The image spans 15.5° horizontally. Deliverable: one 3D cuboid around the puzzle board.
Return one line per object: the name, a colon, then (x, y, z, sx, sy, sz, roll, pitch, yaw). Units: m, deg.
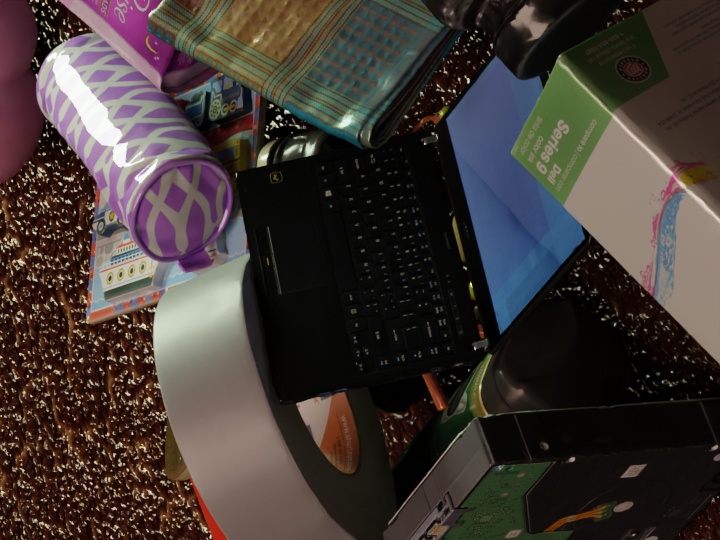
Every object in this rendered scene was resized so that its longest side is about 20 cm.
puzzle board: (-0.131, -0.054, 1.824, 0.199, 0.017, 0.152, -18, 63, 50)

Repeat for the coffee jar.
coffee jar: (0.091, 0.107, 1.677, 0.085, 0.105, 0.200, 34, 138, -3)

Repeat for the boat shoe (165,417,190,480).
boat shoe: (-0.090, 0.105, 1.836, 0.200, 0.064, 0.072, 142, 130, -66)

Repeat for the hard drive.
hard drive: (0.128, 0.130, 1.585, 0.140, 0.199, 0.038, -57, 46, 47)

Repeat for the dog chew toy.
dog chew toy: (-0.290, -0.162, 1.921, 0.124, 0.124, 0.202, 25, 120, 35)

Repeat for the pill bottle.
pill bottle: (0.060, -0.212, 1.525, 0.200, 0.112, 0.112, 50, 139, 13)

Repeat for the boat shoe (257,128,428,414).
boat shoe: (-0.002, 0.001, 1.739, 0.063, 0.074, 0.203, -12, 105, 46)

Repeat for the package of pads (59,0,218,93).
package of pads: (-0.162, -0.224, 1.780, 0.200, 0.075, 0.121, 43, 139, 21)

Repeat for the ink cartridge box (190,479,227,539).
ink cartridge box: (-0.068, 0.178, 1.931, 0.199, 0.050, 0.163, -11, 103, 46)

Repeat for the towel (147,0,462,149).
towel: (-0.025, -0.169, 1.630, 0.199, 0.147, 0.022, 30, 169, 33)

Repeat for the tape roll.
tape roll: (-0.051, 0.091, 1.643, 0.066, 0.200, 0.201, -24, 94, 17)

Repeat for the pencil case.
pencil case: (-0.155, -0.085, 1.787, 0.200, 0.083, 0.086, -128, 32, -49)

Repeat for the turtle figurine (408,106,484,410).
turtle figurine: (0.089, -0.022, 1.620, 0.161, 0.064, 0.202, -28, 53, 43)

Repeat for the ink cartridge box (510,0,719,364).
ink cartridge box: (0.205, -0.048, 1.439, 0.200, 0.145, 0.088, 45, 138, 19)

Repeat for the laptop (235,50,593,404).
laptop: (0.027, -0.038, 1.560, 0.104, 0.198, 0.178, 78, 180, -53)

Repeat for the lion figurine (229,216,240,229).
lion figurine: (-0.095, 0.002, 1.835, 0.199, 0.073, 0.123, -7, 121, 40)
